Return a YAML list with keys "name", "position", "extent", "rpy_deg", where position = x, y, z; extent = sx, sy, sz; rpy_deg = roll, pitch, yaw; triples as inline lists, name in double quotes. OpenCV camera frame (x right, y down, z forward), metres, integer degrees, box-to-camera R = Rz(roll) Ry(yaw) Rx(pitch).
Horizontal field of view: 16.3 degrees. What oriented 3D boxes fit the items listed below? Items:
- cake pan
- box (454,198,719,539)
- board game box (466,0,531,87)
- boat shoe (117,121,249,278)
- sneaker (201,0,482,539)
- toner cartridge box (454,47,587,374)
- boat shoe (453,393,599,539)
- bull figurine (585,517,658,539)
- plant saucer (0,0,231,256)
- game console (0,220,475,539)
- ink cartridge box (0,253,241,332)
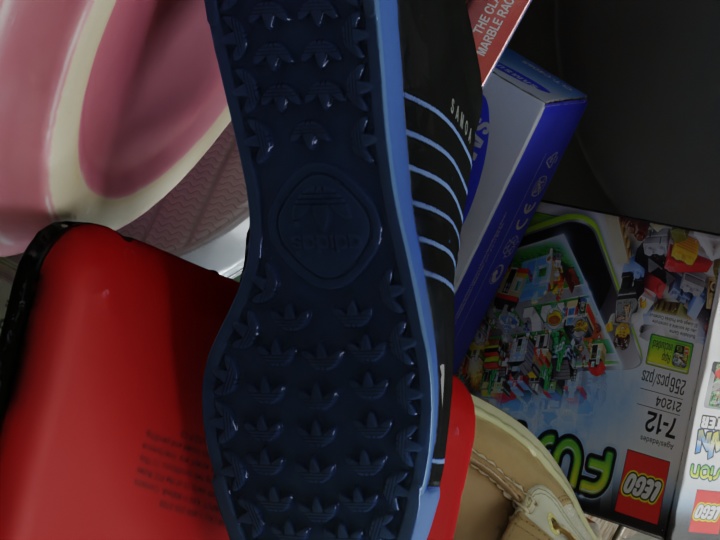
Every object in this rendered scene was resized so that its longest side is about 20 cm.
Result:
- name: "cake pan"
  position: [0.117, -0.083, 0.944]
  extent: [0.037, 0.200, 0.201]
  rpy_deg: [-12, 137, -35]
- name: "box"
  position: [0.071, 0.029, 0.953]
  extent: [0.035, 0.200, 0.111]
  rpy_deg: [10, 92, -38]
- name: "board game box"
  position: [0.054, -0.117, 0.805]
  extent: [0.200, 0.019, 0.103]
  rpy_deg: [119, -9, -46]
- name: "boat shoe"
  position: [-0.014, -0.057, 0.801]
  extent: [0.200, 0.072, 0.071]
  rpy_deg: [-57, 151, -33]
- name: "sneaker"
  position: [0.002, -0.011, 0.666]
  extent: [0.078, 0.070, 0.201]
  rpy_deg: [-26, 119, -61]
- name: "toner cartridge box"
  position: [0.000, 0.000, 0.958]
  extent: [0.043, 0.095, 0.201]
  rpy_deg: [-13, 132, -61]
- name: "boat shoe"
  position: [0.055, 0.111, 0.865]
  extent: [0.074, 0.200, 0.066]
  rpy_deg: [-39, -147, 13]
- name: "bull figurine"
  position: [0.069, 0.104, 1.014]
  extent: [0.200, 0.121, 0.065]
  rpy_deg: [-90, 162, -70]
- name: "plant saucer"
  position: [-0.058, -0.085, 0.666]
  extent: [0.201, 0.051, 0.201]
  rpy_deg: [-55, 165, -22]
- name: "game console"
  position: [-0.078, 0.088, 0.724]
  extent: [0.200, 0.118, 0.173]
  rpy_deg: [24, 75, -51]
- name: "ink cartridge box"
  position: [-0.065, 0.046, 0.841]
  extent: [0.200, 0.084, 0.145]
  rpy_deg: [-33, 150, -61]
